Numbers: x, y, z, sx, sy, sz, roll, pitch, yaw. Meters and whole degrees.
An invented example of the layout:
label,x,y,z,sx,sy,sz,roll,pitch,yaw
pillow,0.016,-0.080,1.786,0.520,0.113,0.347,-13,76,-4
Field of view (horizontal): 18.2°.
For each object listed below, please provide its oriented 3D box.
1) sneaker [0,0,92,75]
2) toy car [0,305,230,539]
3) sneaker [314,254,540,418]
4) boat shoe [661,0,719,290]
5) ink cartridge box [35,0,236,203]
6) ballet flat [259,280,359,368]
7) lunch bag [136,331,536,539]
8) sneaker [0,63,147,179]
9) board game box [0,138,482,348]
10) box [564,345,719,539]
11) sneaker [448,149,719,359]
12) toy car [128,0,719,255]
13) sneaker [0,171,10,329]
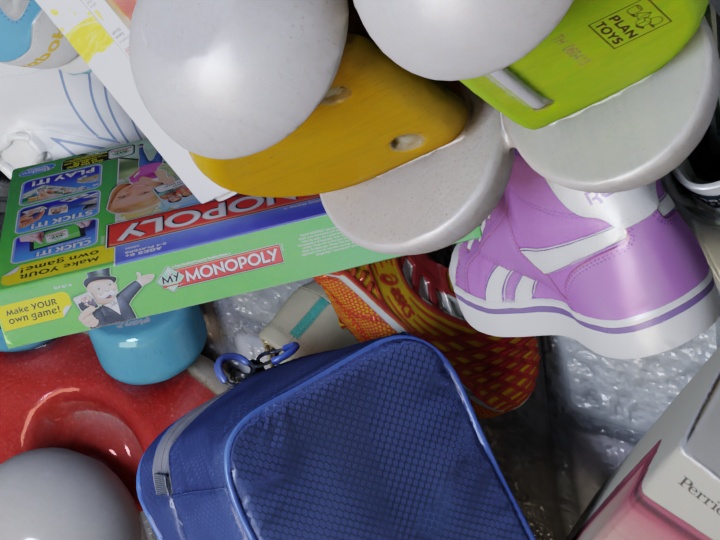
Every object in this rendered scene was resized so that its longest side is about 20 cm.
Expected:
label,x,y,z,sx,sy,sz,roll,pitch,yaw
sneaker,-0.154,-0.183,0.954,0.076,0.081,0.201,-27,71,36
toy car,-0.170,0.123,1.232,0.176,0.200,0.185,11,134,30
sneaker,0.000,0.000,1.083,0.200,0.073,0.077,51,149,-13
boat shoe,0.146,-0.050,0.919,0.073,0.067,0.200,9,133,32
ink cartridge box,-0.065,-0.152,0.921,0.083,0.145,0.200,-20,115,46
ballet flat,-0.021,0.091,1.192,0.069,0.070,0.200,17,137,25
lunch bag,-0.014,0.127,1.058,0.132,0.136,0.200,-24,91,61
sneaker,-0.124,-0.053,1.061,0.200,0.087,0.074,24,154,-25
board game box,-0.055,-0.029,0.969,0.199,0.135,0.029,-13,114,1
box,0.176,0.129,1.041,0.128,0.109,0.200,35,142,4
sneaker,0.079,-0.032,0.964,0.114,0.073,0.200,62,162,-12
toy car,0.024,-0.104,0.800,0.200,0.150,0.175,-17,154,27
sneaker,-0.165,-0.009,1.177,0.200,0.076,0.091,14,102,37
